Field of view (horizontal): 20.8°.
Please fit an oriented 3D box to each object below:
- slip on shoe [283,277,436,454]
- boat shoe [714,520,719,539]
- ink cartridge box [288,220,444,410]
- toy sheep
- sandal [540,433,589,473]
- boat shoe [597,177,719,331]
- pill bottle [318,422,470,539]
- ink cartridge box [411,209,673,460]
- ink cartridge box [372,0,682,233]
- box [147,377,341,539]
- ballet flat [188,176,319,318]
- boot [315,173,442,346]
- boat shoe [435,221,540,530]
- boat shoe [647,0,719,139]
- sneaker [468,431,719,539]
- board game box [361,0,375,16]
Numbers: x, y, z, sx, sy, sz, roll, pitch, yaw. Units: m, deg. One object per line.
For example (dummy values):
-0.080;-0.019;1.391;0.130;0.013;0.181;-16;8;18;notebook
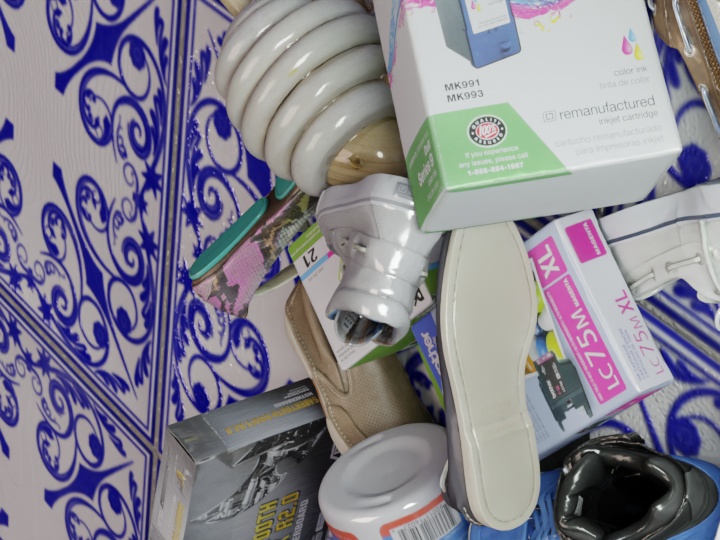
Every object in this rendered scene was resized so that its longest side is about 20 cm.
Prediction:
0.005;0.081;1.490;0.201;0.075;0.061;60;152;31;slip on shoe
0.258;0.089;1.135;0.067;0.072;0.202;16;107;13;boat shoe
0.045;0.038;1.406;0.148;0.075;0.201;-40;70;54;ink cartridge box
-0.030;-0.128;1.325;0.200;0.137;0.138;49;140;24;toy sheep
0.127;0.142;1.355;0.048;0.075;0.202;-114;25;-68;sandal
0.212;-0.010;1.144;0.202;0.074;0.087;-19;89;60;boat shoe
0.055;0.220;1.413;0.112;0.112;0.201;13;133;52;pill bottle
0.104;0.058;1.260;0.200;0.042;0.120;-40;72;51;ink cartridge box
0.089;-0.138;1.153;0.088;0.144;0.202;112;149;-71;ink cartridge box
-0.093;0.189;1.602;0.048;0.157;0.201;44;137;35;box
-0.049;-0.043;1.495;0.200;0.071;0.069;-49;18;18;ballet flat
0.000;0.000;1.253;0.200;0.073;0.096;147;142;-79;boot
0.067;0.058;1.215;0.063;0.072;0.202;3;100;56;boat shoe
0.196;-0.155;1.104;0.072;0.072;0.202;-16;91;58;boat shoe
0.134;0.150;1.239;0.199;0.111;0.078;-9;70;35;sneaker
-0.022;-0.164;1.411;0.199;0.030;0.096;-33;77;41;board game box
